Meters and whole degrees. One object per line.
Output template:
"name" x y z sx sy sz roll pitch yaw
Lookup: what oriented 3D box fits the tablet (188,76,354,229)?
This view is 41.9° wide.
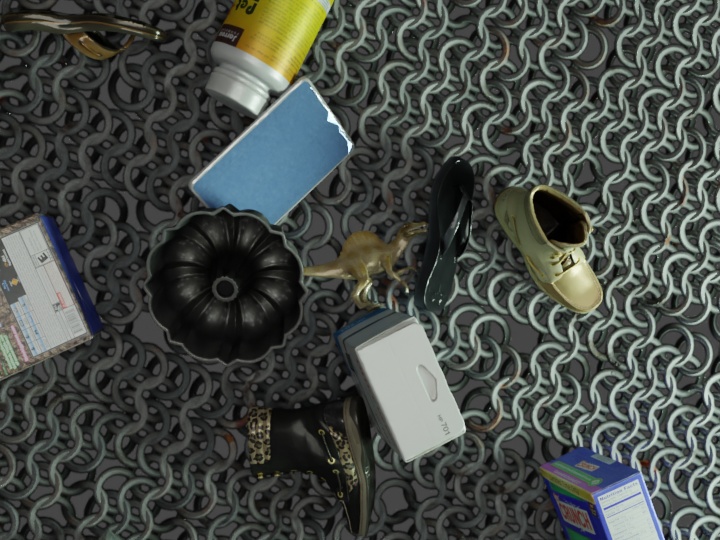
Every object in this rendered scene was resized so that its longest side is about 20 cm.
"tablet" -0.108 -0.132 1.181 0.200 0.014 0.130 -43 129 -5

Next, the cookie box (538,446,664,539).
"cookie box" 0.322 0.344 1.202 0.074 0.171 0.202 -21 93 -10

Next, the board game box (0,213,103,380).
"board game box" -0.436 0.045 1.127 0.198 0.097 0.161 -24 94 -7

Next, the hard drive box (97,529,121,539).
"hard drive box" -0.347 0.430 1.118 0.077 0.156 0.200 42 87 -8

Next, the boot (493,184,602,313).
"boot" 0.258 -0.025 1.191 0.072 0.155 0.201 -36 96 -6

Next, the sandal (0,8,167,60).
"sandal" -0.335 -0.285 1.147 0.197 0.082 0.055 1 108 -9

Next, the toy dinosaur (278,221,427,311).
"toy dinosaur" 0.000 0.000 1.218 0.197 0.058 0.102 -19 78 -8

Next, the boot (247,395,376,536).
"boot" -0.059 0.248 1.192 0.148 0.073 0.202 -2 120 9

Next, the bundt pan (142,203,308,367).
"bundt pan" -0.161 0.010 1.155 0.199 0.076 0.205 1 109 1

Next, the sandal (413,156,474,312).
"sandal" 0.119 -0.044 1.214 0.076 0.043 0.203 1 100 -49

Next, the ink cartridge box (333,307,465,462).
"ink cartridge box" 0.042 0.132 1.142 0.085 0.200 0.148 -24 94 -7

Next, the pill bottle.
"pill bottle" -0.113 -0.294 1.158 0.108 0.109 0.202 27 87 -7
